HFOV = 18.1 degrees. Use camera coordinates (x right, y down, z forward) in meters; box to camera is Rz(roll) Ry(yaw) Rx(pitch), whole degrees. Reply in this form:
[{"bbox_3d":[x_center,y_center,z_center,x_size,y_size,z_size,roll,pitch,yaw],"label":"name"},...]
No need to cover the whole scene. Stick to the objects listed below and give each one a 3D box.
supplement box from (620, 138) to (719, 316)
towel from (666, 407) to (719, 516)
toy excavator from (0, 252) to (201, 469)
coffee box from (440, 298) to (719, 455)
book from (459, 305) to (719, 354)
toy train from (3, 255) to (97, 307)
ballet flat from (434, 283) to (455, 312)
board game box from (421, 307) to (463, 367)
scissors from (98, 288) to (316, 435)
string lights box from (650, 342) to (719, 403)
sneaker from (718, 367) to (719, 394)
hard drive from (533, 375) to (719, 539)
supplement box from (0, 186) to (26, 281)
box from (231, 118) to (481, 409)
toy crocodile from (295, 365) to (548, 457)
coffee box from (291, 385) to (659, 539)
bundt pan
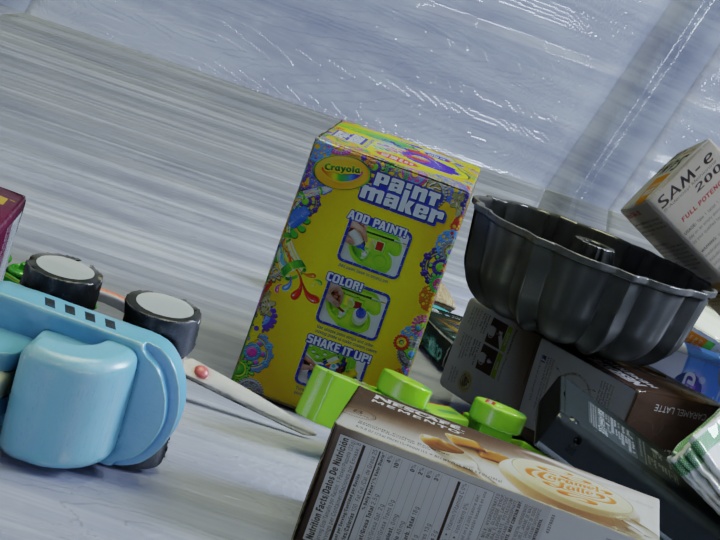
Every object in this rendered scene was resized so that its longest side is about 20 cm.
[{"bbox_3d":[0.306,-0.004,1.782,0.200,0.074,0.126,46,-4,-1],"label":"supplement box"},{"bbox_3d":[0.318,0.161,1.543,0.200,0.031,0.149,45,44,11],"label":"towel"},{"bbox_3d":[-0.202,0.062,1.275,0.194,0.100,0.200,19,18,4],"label":"toy excavator"},{"bbox_3d":[0.174,0.100,1.787,0.114,0.080,0.200,12,12,-41],"label":"coffee box"},{"bbox_3d":[0.203,0.054,1.921,0.200,0.134,0.048,28,35,-16],"label":"book"},{"bbox_3d":[-0.264,0.008,1.590,0.200,0.042,0.056,26,22,34],"label":"toy train"},{"bbox_3d":[0.027,0.006,2.088,0.070,0.065,0.200,-1,-5,32],"label":"ballet flat"},{"bbox_3d":[0.147,0.083,2.032,0.200,0.028,0.135,17,10,-18],"label":"board game box"},{"bbox_3d":[-0.119,0.060,1.548,0.200,0.014,0.073,16,48,-19],"label":"scissors"},{"bbox_3d":[0.314,0.132,1.869,0.200,0.103,0.059,20,11,0],"label":"string lights box"},{"bbox_3d":[0.328,0.155,1.675,0.199,0.079,0.130,62,19,-8],"label":"sneaker"},{"bbox_3d":[0.210,0.155,1.570,0.200,0.033,0.140,36,9,0],"label":"hard drive"},{"bbox_3d":[-0.293,-0.006,1.413,0.131,0.103,0.200,18,9,-5],"label":"supplement box"},{"bbox_3d":[0.000,0.000,1.702,0.122,0.193,0.200,19,10,3],"label":"box"},{"bbox_3d":[0.046,0.111,1.554,0.200,0.068,0.062,18,5,-24],"label":"toy crocodile"},{"bbox_3d":[0.071,0.148,1.344,0.200,0.080,0.114,21,9,5],"label":"coffee box"},{"bbox_3d":[0.166,0.013,1.729,0.202,0.076,0.202,20,10,-4],"label":"bundt pan"}]
